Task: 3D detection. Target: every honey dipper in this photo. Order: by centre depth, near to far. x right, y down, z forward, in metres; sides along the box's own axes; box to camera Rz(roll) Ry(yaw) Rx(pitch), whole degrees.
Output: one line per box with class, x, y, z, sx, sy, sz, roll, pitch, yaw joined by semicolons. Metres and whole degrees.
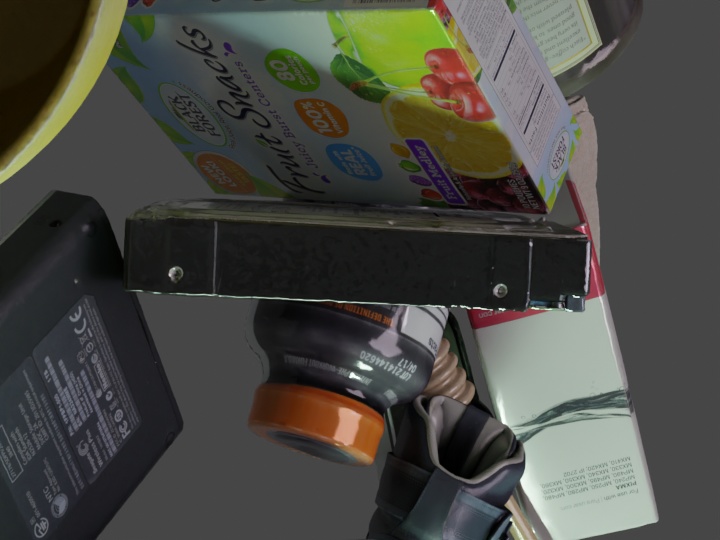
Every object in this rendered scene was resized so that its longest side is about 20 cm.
honey dipper;0.077;0.123;0.914;0.038;0.038;0.201;-45;111;-43

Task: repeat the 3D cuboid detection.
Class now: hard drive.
hard drive;-0.156;0.083;0.649;0.200;0.033;0.141;-52;141;-39
hard drive;-0.002;-0.009;0.717;0.140;0.197;0.038;-93;-173;-85

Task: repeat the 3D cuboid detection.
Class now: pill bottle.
pill bottle;0.000;0.000;0.842;0.106;0.105;0.202;38;64;-52

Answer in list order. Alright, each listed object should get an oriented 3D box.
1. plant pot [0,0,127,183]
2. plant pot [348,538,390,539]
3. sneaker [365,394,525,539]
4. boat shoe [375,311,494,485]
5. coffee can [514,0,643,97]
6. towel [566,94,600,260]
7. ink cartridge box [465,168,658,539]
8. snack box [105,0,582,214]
plant pot;-0.159;-0.113;0.537;0.142;0.197;0.203;-32;125;-81
plant pot;-0.068;0.217;0.691;0.159;0.200;0.204;7;89;-20
sneaker;0.041;0.148;0.887;0.202;0.076;0.148;66;46;-82
boat shoe;0.049;0.107;0.970;0.071;0.063;0.202;-49;133;-41
coffee can;0.061;-0.207;0.865;0.147;0.145;0.201;-60;139;-31
towel;0.126;-0.015;1.097;0.132;0.034;0.203;-26;117;-51
ink cartridge box;0.116;0.047;0.974;0.145;0.083;0.202;-88;162;-68
snack box;-0.015;-0.089;0.719;0.143;0.198;0.053;54;52;-46
